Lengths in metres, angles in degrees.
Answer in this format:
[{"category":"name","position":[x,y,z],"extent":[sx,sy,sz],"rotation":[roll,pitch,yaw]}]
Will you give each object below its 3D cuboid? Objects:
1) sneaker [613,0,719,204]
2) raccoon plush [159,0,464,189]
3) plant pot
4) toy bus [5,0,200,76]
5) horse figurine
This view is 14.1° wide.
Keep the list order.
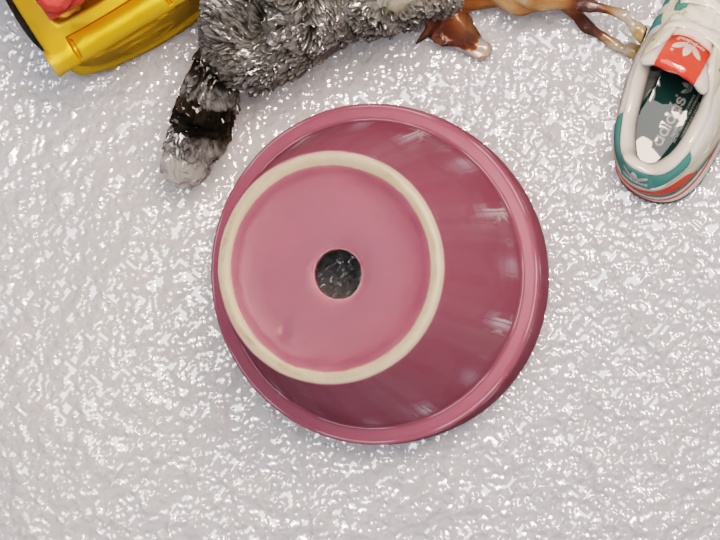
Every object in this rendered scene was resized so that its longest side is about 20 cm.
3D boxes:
[{"category":"sneaker","position":[0.201,-0.132,1.664],"extent":[0.070,0.093,0.201],"rotation":[26,94,10]},{"category":"raccoon plush","position":[-0.024,-0.124,1.693],"extent":[0.133,0.097,0.201],"rotation":[23,122,9]},{"category":"plant pot","position":[0.000,0.000,1.657],"extent":[0.199,0.179,0.201],"rotation":[0,88,11]},{"category":"toy bus","position":[-0.175,-0.213,1.681],"extent":[0.135,0.192,0.201],"rotation":[-29,96,10]},{"category":"horse figurine","position":[0.110,-0.186,1.660],"extent":[0.132,0.200,0.050],"rotation":[22,54,9]}]
